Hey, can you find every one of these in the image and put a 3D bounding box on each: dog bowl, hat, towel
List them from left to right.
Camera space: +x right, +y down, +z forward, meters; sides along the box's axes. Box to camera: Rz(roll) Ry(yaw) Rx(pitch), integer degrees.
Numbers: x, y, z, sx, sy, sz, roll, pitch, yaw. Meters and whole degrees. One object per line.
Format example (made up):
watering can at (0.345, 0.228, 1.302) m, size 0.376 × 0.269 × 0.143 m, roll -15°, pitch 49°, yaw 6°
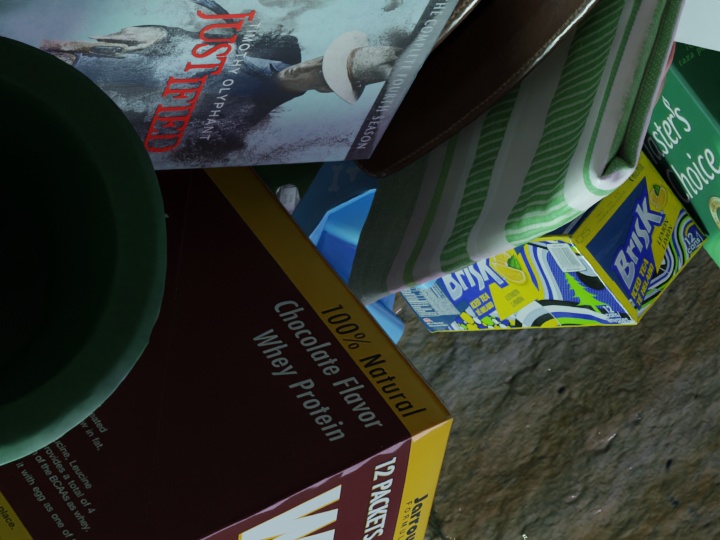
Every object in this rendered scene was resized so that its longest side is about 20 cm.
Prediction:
hat at (-0.153, 0.018, 1.048) m, size 0.165 × 0.201 × 0.176 m, roll -13°, pitch 154°, yaw -7°
dog bowl at (0.000, 0.000, 1.350) m, size 0.201 × 0.049 × 0.111 m, roll -58°, pitch 151°, yaw -3°
towel at (0.068, -0.073, 1.204) m, size 0.200 × 0.023 × 0.153 m, roll -21°, pitch -134°, yaw 55°

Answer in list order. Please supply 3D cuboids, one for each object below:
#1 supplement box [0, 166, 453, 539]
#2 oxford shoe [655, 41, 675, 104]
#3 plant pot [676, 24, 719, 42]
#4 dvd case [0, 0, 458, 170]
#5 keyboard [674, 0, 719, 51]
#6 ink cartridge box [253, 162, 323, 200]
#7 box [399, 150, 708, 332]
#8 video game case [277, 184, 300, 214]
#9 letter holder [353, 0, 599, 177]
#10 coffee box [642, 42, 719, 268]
supplement box at (-0.103, 0.071, 1.181) m, size 0.199 × 0.197 × 0.133 m, roll -24°, pitch 148°, yaw -26°
oxford shoe at (0.101, -0.155, 1.325) m, size 0.070 × 0.201 × 0.074 m, roll -7°, pitch 154°, yaw -1°
plant pot at (0.154, -0.221, 1.219) m, size 0.142 × 0.200 × 0.200 m, roll -58°, pitch -172°, yaw -35°
dvd case at (-0.072, -0.081, 1.085) m, size 0.199 × 0.022 × 0.146 m, roll -4°, pitch 155°, yaw -20°
keyboard at (0.140, -0.167, 1.166) m, size 0.201 × 0.056 × 0.011 m, roll 81°, pitch 27°, yaw -47°
ink cartridge box at (-0.095, 0.010, 1.358) m, size 0.199 × 0.059 × 0.104 m, roll -12°, pitch 128°, yaw -23°
box at (0.093, -0.014, 1.506) m, size 0.070 × 0.064 × 0.200 m, roll -48°, pitch -159°, yaw -23°
video game case at (-0.015, -0.075, 1.395) m, size 0.181 × 0.023 × 0.200 m, roll -6°, pitch 150°, yaw -9°
letter holder at (0.003, -0.123, 1.156) m, size 0.200 × 0.142 × 0.100 m, roll -41°, pitch 174°, yaw 40°
coffee box at (0.196, -0.044, 1.417) m, size 0.044 × 0.200 × 0.123 m, roll -35°, pitch 176°, yaw -14°
